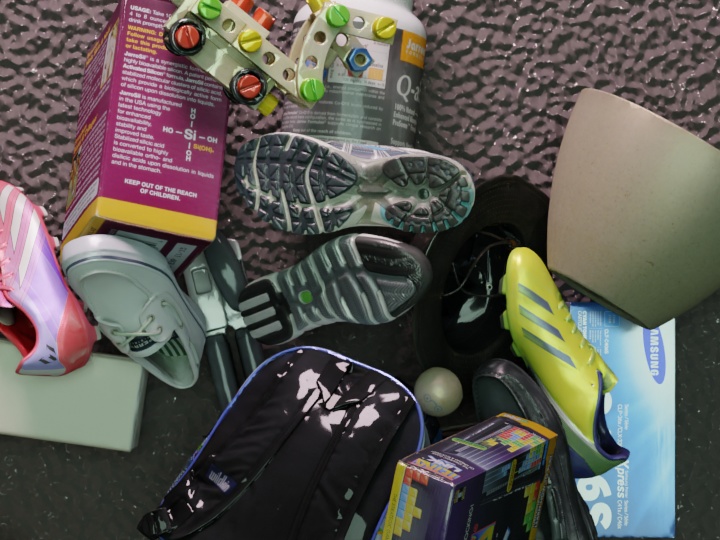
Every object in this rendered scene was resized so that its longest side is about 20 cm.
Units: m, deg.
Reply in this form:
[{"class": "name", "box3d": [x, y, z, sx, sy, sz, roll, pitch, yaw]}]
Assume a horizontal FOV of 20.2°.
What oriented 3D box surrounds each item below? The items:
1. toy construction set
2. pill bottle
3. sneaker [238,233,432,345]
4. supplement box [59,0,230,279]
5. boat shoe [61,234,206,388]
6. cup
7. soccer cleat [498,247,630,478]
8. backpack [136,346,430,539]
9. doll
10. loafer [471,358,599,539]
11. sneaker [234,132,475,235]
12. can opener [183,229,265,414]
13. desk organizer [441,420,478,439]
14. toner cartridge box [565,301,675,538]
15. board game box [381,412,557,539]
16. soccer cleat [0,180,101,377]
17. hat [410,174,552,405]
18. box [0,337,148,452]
[{"class": "toy construction set", "box3d": [-0.082, -0.202, 1.600, 0.200, 0.092, 0.131, 37, 86, 1]}, {"class": "pill bottle", "box3d": [-0.005, -0.162, 1.704, 0.115, 0.116, 0.202, 7, 88, -2]}, {"class": "sneaker", "box3d": [0.000, 0.000, 1.656, 0.199, 0.115, 0.076, -14, 99, 41]}, {"class": "supplement box", "box3d": [-0.173, -0.105, 1.655, 0.102, 0.131, 0.202, 11, 70, -18]}, {"class": "boat shoe", "box3d": [-0.173, 0.036, 1.626, 0.073, 0.200, 0.067, -18, 61, 19]}, {"class": "cup", "box3d": [0.234, -0.037, 1.667, 0.199, 0.200, 0.144, 30, 89, 0]}, {"class": "soccer cleat", "box3d": [0.172, 0.074, 1.672, 0.083, 0.065, 0.202, -12, 97, 29]}, {"class": "backpack", "box3d": [-0.039, 0.173, 1.582, 0.182, 0.147, 0.201, 24, 73, 21]}, {"class": "doll", "box3d": [0.017, 0.144, 1.672, 0.137, 0.048, 0.200, 47, 124, 1]}, {"class": "loafer", "box3d": [0.136, 0.170, 1.644, 0.070, 0.068, 0.202, -32, 105, -42]}, {"class": "sneaker", "box3d": [-0.002, -0.066, 1.610, 0.198, 0.086, 0.078, 10, 99, 14]}, {"class": "can opener", "box3d": [-0.108, 0.066, 1.712, 0.053, 0.067, 0.202, -14, 81, -2]}, {"class": "desk organizer", "box3d": [0.092, 0.232, 1.708, 0.071, 0.077, 0.202, -9, 88, -3]}, {"class": "toner cartridge box", "box3d": [0.221, 0.128, 1.735, 0.094, 0.043, 0.202, 0, 87, -3]}, {"class": "board game box", "box3d": [0.074, 0.226, 1.557, 0.056, 0.165, 0.202, 20, 110, 27]}, {"class": "soccer cleat", "box3d": [-0.285, 0.004, 1.674, 0.076, 0.067, 0.201, -11, 57, -36]}, {"class": "hat", "box3d": [0.083, 0.009, 1.708, 0.081, 0.200, 0.202, 19, 86, 39]}, {"class": "box", "box3d": [-0.282, 0.100, 1.705, 0.198, 0.068, 0.083, 10, 87, -2]}]
